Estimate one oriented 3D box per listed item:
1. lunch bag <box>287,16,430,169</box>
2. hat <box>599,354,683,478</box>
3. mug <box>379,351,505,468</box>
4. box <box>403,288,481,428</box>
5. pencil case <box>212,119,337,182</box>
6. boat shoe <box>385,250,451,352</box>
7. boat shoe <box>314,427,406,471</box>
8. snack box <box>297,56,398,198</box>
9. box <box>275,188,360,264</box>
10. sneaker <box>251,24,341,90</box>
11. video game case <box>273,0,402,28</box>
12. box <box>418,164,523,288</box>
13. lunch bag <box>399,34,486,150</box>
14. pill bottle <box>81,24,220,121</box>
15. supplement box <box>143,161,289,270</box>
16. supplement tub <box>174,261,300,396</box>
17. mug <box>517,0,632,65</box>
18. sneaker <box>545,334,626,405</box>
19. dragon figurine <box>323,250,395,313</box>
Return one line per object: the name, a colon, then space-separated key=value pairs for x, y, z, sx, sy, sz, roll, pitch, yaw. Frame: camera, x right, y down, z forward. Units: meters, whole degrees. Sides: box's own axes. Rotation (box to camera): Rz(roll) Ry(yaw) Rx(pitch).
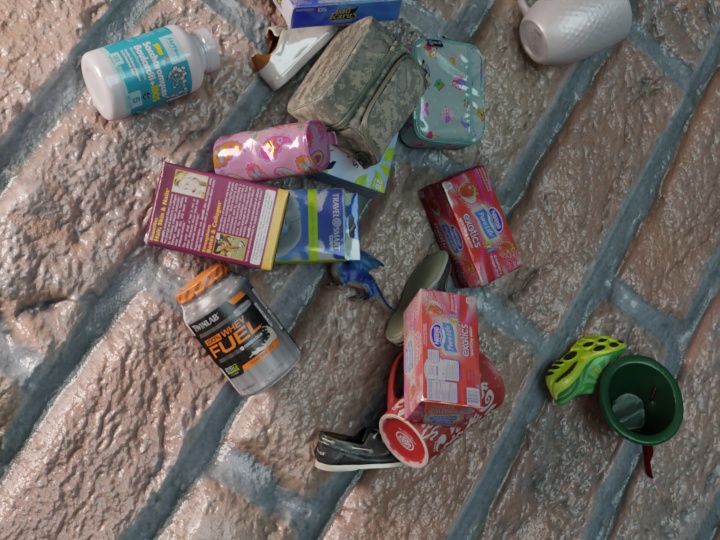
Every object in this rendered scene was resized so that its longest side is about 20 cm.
lunch bag: x=0.008 y=-0.288 z=1.544 sx=0.168 sy=0.139 sz=0.200 roll=40 pitch=71 yaw=-25
hat: x=0.517 y=0.285 z=1.840 sx=0.165 sy=0.176 sz=0.200 roll=4 pitch=66 yaw=-6
mug: x=0.120 y=0.231 z=1.622 sx=0.200 sy=0.177 sz=0.134 roll=-36 pitch=127 yaw=-36
box: x=0.129 y=0.142 z=1.529 sx=0.102 sy=0.095 sz=0.200 roll=9 pitch=59 yaw=-14
pencil case: x=-0.139 y=-0.188 z=1.509 sx=0.087 sy=0.200 sz=0.088 roll=18 pitch=69 yaw=-58
boat shoe: x=0.112 y=0.056 z=1.668 sx=0.061 sy=0.072 sz=0.201 roll=45 pitch=62 yaw=-29
boat shoe: x=0.021 y=0.301 z=1.611 sx=0.200 sy=0.072 sz=0.068 roll=2 pitch=89 yaw=-22
snack box: x=-0.021 y=-0.246 z=1.634 sx=0.168 sy=0.068 sz=0.200 roll=18 pitch=80 yaw=-21
box: x=-0.101 y=-0.072 z=1.563 sx=0.200 sy=0.048 sz=0.122 roll=-2 pitch=87 yaw=-2
sneaker: x=-0.103 y=-0.402 z=1.605 sx=0.085 sy=0.073 sz=0.200 roll=47 pitch=72 yaw=-17
video game case: x=-0.057 y=-0.482 z=1.591 sx=0.200 sy=0.045 sz=0.181 roll=-11 pitch=50 yaw=-24
box: x=0.198 y=-0.077 z=1.702 sx=0.100 sy=0.095 sz=0.200 roll=-25 pitch=96 yaw=-24
lunch bag: x=0.150 y=-0.321 z=1.709 sx=0.160 sy=0.077 sz=0.200 roll=1 pitch=86 yaw=-23
pill bottle: x=-0.324 y=-0.317 z=1.482 sx=0.200 sy=0.111 sz=0.111 roll=-27 pitch=97 yaw=-23
supplement box: x=-0.220 y=-0.083 z=1.478 sx=0.200 sy=0.103 sz=0.131 roll=14 pitch=91 yaw=-5
supplement tub: x=-0.197 y=0.091 z=1.503 sx=0.123 sy=0.123 sz=0.200 roll=-41 pitch=101 yaw=-21
mug: x=0.383 y=-0.487 z=1.800 sx=0.175 sy=0.148 sz=0.200 roll=-28 pitch=67 yaw=-16
sneaker: x=0.428 y=0.188 z=1.809 sx=0.200 sy=0.074 sz=0.084 roll=-29 pitch=125 yaw=-27
dragon figurine: x=0.000 y=0.000 z=1.630 sx=0.200 sy=0.059 sz=0.100 roll=26 pitch=77 yaw=-19
